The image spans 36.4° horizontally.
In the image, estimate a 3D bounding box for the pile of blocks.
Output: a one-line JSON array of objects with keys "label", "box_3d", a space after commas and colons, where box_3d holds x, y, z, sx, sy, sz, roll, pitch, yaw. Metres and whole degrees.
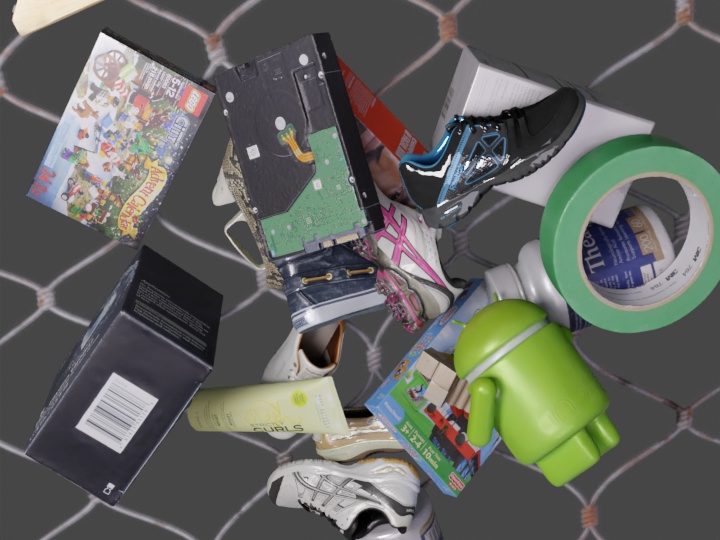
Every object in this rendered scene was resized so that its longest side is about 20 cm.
[{"label": "pile of blocks", "box_3d": [0.142, 0.139, 1.232, 0.198, 0.082, 0.063, 20, 111, -18]}]

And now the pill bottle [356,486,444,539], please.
[{"label": "pill bottle", "box_3d": [0.060, 0.377, 1.363, 0.109, 0.111, 0.202, -17, 110, 3]}]

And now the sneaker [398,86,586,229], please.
[{"label": "sneaker", "box_3d": [0.129, -0.124, 1.076, 0.199, 0.073, 0.082, -35, 106, 10]}]

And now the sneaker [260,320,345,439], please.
[{"label": "sneaker", "box_3d": [-0.071, 0.120, 1.278, 0.072, 0.085, 0.202, 17, 110, -11]}]

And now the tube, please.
[{"label": "tube", "box_3d": [-0.108, 0.158, 1.262, 0.197, 0.053, 0.058, -5, 157, 27]}]

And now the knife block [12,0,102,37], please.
[{"label": "knife block", "box_3d": [-0.244, -0.311, 1.120, 0.173, 0.064, 0.202, 20, 108, -9]}]

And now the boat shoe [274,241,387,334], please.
[{"label": "boat shoe", "box_3d": [0.000, 0.000, 1.221, 0.198, 0.071, 0.092, -15, 82, -37]}]

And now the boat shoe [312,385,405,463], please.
[{"label": "boat shoe", "box_3d": [0.036, 0.175, 1.314, 0.197, 0.072, 0.077, -15, 99, 3]}]

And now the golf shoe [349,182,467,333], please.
[{"label": "golf shoe", "box_3d": [0.036, -0.040, 1.160, 0.091, 0.073, 0.202, -33, 103, -12]}]

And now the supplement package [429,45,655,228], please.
[{"label": "supplement package", "box_3d": [0.190, -0.144, 1.174, 0.197, 0.120, 0.123, 17, 108, -8]}]

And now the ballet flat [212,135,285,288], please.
[{"label": "ballet flat", "box_3d": [-0.122, -0.064, 1.220, 0.074, 0.068, 0.202, -17, 114, 13]}]

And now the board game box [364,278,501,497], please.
[{"label": "board game box", "box_3d": [0.119, 0.133, 1.269, 0.152, 0.036, 0.200, 48, 70, -18]}]

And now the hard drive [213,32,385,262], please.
[{"label": "hard drive", "box_3d": [-0.062, -0.120, 1.103, 0.138, 0.038, 0.203, -14, 94, 36]}]

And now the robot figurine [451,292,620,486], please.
[{"label": "robot figurine", "box_3d": [0.176, 0.116, 1.128, 0.201, 0.175, 0.116, 54, 135, 10]}]

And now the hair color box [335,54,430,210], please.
[{"label": "hair color box", "box_3d": [-0.019, -0.136, 1.178, 0.200, 0.064, 0.110, 43, 127, -17]}]

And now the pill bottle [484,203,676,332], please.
[{"label": "pill bottle", "box_3d": [0.244, 0.007, 1.229, 0.197, 0.111, 0.112, -19, 110, -2]}]

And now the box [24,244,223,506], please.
[{"label": "box", "box_3d": [-0.253, 0.109, 1.201, 0.117, 0.200, 0.198, 33, 105, -15]}]

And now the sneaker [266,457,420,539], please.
[{"label": "sneaker", "box_3d": [-0.027, 0.273, 1.291, 0.197, 0.089, 0.076, -9, 149, 25]}]

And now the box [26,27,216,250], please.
[{"label": "box", "box_3d": [-0.260, -0.141, 1.196, 0.135, 0.038, 0.202, 26, 107, -12]}]

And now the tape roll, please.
[{"label": "tape roll", "box_3d": [0.286, -0.036, 1.132, 0.197, 0.048, 0.203, -4, 112, -9]}]
